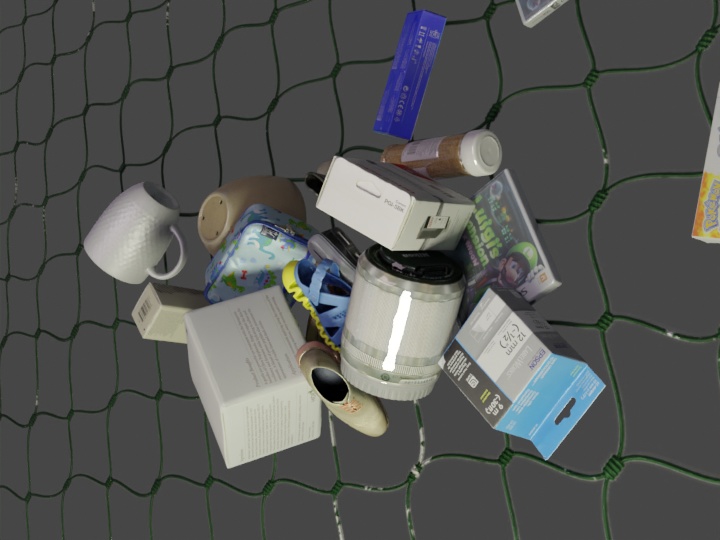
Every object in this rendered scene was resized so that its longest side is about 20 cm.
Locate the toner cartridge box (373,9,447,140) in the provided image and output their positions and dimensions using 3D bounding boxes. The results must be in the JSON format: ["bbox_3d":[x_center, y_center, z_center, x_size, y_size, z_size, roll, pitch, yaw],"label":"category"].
[{"bbox_3d":[0.078,-0.310,1.738,0.095,0.043,0.201,-142,68,-74],"label":"toner cartridge box"}]

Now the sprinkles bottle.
[{"bbox_3d":[0.121,-0.171,1.669,0.200,0.068,0.068,-2,80,47],"label":"sprinkles bottle"}]

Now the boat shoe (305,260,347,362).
[{"bbox_3d":[-0.043,0.057,1.809,0.072,0.072,0.201,3,74,17],"label":"boat shoe"}]

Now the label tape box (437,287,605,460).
[{"bbox_3d":[0.216,0.140,1.491,0.200,0.066,0.143,50,120,35],"label":"label tape box"}]

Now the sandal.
[{"bbox_3d":[-0.036,0.056,1.719,0.087,0.200,0.080,-31,15,45],"label":"sandal"}]

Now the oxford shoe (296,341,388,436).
[{"bbox_3d":[-0.025,0.196,1.657,0.071,0.200,0.074,-41,25,9],"label":"oxford shoe"}]

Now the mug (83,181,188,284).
[{"bbox_3d":[-0.432,-0.069,2.202,0.200,0.148,0.175,43,108,10],"label":"mug"}]

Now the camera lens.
[{"bbox_3d":[0.060,0.068,1.597,0.160,0.160,0.200,35,120,45],"label":"camera lens"}]

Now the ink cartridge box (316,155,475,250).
[{"bbox_3d":[0.052,-0.095,1.571,0.147,0.200,0.083,31,106,27],"label":"ink cartridge box"}]

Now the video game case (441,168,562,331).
[{"bbox_3d":[0.189,-0.019,1.597,0.182,0.023,0.200,-40,55,34],"label":"video game case"}]

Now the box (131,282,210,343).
[{"bbox_3d":[-0.304,0.083,1.971,0.082,0.200,0.068,-55,47,22],"label":"box"}]

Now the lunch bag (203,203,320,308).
[{"bbox_3d":[-0.163,-0.006,1.870,0.200,0.161,0.083,-52,25,27],"label":"lunch bag"}]

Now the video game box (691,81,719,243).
[{"bbox_3d":[0.494,-0.125,1.278,0.182,0.047,0.201,9,88,50],"label":"video game box"}]

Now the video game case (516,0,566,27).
[{"bbox_3d":[0.284,-0.485,1.584,0.182,0.023,0.200,-33,59,38],"label":"video game case"}]

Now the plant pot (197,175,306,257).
[{"bbox_3d":[-0.211,-0.083,1.958,0.200,0.134,0.201,-12,73,44],"label":"plant pot"}]

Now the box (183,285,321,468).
[{"bbox_3d":[-0.175,0.174,1.784,0.200,0.171,0.199,95,153,-50],"label":"box"}]

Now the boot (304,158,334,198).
[{"bbox_3d":[-0.041,-0.145,1.790,0.200,0.130,0.068,37,108,44],"label":"boot"}]

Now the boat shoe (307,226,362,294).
[{"bbox_3d":[0.000,0.000,1.756,0.200,0.071,0.072,47,158,19],"label":"boat shoe"}]
